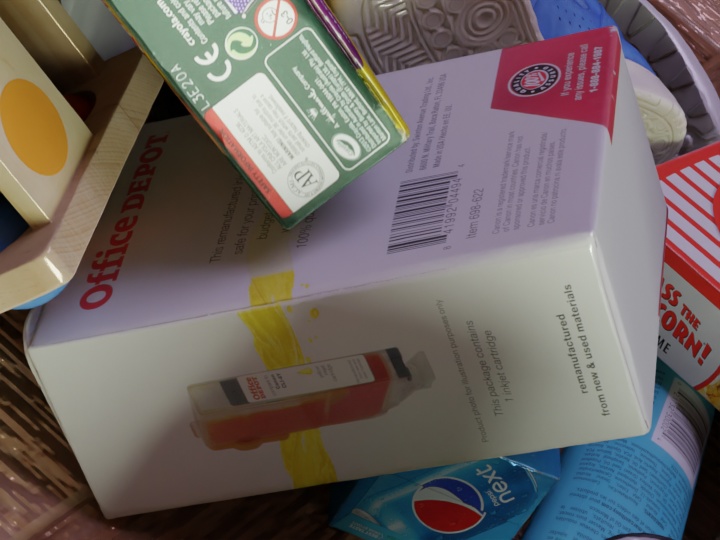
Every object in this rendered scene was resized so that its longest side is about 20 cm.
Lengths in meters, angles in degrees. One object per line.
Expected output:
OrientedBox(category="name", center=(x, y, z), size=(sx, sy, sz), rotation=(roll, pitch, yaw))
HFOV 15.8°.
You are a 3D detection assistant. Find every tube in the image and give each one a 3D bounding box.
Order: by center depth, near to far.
OrientedBox(category="tube", center=(0.091, 0.108, 0.983), size=(0.077, 0.050, 0.200), rotation=(31, 40, -2))

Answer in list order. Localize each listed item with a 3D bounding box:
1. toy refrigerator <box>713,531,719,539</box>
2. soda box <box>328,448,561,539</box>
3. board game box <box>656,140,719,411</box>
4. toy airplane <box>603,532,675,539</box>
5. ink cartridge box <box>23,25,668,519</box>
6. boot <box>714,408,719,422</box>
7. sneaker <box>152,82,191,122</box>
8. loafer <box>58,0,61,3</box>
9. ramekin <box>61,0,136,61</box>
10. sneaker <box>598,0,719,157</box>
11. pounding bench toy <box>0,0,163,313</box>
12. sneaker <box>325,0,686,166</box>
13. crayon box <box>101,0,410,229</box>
OrientedBox(category="toy refrigerator", center=(0.219, 0.165, 0.995), size=(0.200, 0.070, 0.076), rotation=(35, 38, 5))
OrientedBox(category="soda box", center=(0.031, 0.023, 1.018), size=(0.068, 0.064, 0.200), rotation=(22, 35, -16))
OrientedBox(category="board game box", center=(0.199, 0.027, 1.045), size=(0.200, 0.046, 0.151), rotation=(42, 38, 22))
OrientedBox(category="toy airplane", center=(0.167, 0.144, 0.839), size=(0.141, 0.200, 0.200), rotation=(-2, 58, -12))
OrientedBox(category="ink cartridge box", center=(0.000, 0.000, 0.908), size=(0.199, 0.084, 0.145), rotation=(-10, 32, 16))
OrientedBox(category="boot", center=(0.167, 0.009, 1.142), size=(0.200, 0.066, 0.165), rotation=(29, 42, -2))
OrientedBox(category="sneaker", center=(-0.020, -0.117, 1.058), size=(0.060, 0.104, 0.200), rotation=(18, 71, 16))
OrientedBox(category="loafer", center=(-0.140, -0.106, 0.939), size=(0.072, 0.200, 0.063), rotation=(-5, 37, 17))
OrientedBox(category="ramekin", center=(-0.142, -0.159, 1.050), size=(0.200, 0.098, 0.201), rotation=(15, 39, -13))
OrientedBox(category="sneaker", center=(0.114, -0.119, 1.258), size=(0.200, 0.076, 0.080), rotation=(49, 28, 19))
OrientedBox(category="pounding bench toy", center=(-0.191, -0.044, 0.878), size=(0.156, 0.200, 0.124), rotation=(53, 32, -26))
OrientedBox(category="sneaker", center=(0.043, -0.107, 1.051), size=(0.200, 0.077, 0.111), rotation=(22, 26, -43))
OrientedBox(category="crayon box", center=(-0.076, -0.130, 0.870), size=(0.200, 0.058, 0.173), rotation=(52, 3, -25))
